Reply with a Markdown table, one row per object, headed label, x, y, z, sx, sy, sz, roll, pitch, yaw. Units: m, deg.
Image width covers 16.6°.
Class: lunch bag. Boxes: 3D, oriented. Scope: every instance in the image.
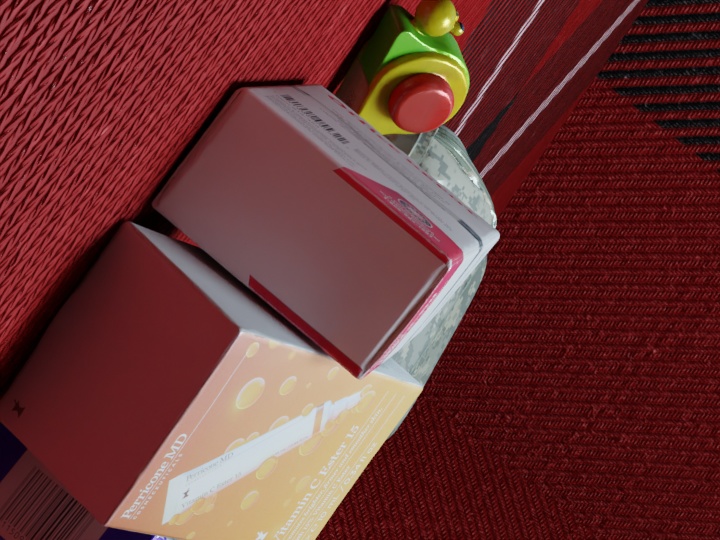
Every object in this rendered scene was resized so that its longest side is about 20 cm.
| label | x | y | z | sx | sy | sz | roll | pitch | yaw |
| --- | --- | --- | --- | --- | --- | --- | --- | --- | --- |
| lunch bag | 0.000 | 0.000 | 1.692 | 0.201 | 0.139 | 0.168 | -58 | 165 | -22 |

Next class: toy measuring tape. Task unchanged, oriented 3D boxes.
| label | x | y | z | sx | sy | sz | roll | pitch | yaw |
| --- | --- | --- | --- | --- | --- | --- | --- | --- | --- |
| toy measuring tape | 0.017 | -0.094 | 1.568 | 0.074 | 0.073 | 0.201 | -46 | 169 | -53 |

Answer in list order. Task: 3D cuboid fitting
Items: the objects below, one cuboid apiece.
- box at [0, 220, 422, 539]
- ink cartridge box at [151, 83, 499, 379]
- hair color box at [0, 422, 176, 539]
| label | x | y | z | sx | sy | sz | roll | pitch | yaw |
| --- | --- | --- | --- | --- | --- | --- | --- | --- | --- |
| box | -0.076 | 0.068 | 1.309 | 0.125 | 0.097 | 0.200 | -54 | 150 | 9 |
| ink cartridge box | -0.013 | -0.027 | 1.351 | 0.085 | 0.145 | 0.200 | -51 | 175 | 10 |
| hair color box | -0.153 | 0.148 | 1.397 | 0.065 | 0.109 | 0.200 | -50 | 168 | -7 |
